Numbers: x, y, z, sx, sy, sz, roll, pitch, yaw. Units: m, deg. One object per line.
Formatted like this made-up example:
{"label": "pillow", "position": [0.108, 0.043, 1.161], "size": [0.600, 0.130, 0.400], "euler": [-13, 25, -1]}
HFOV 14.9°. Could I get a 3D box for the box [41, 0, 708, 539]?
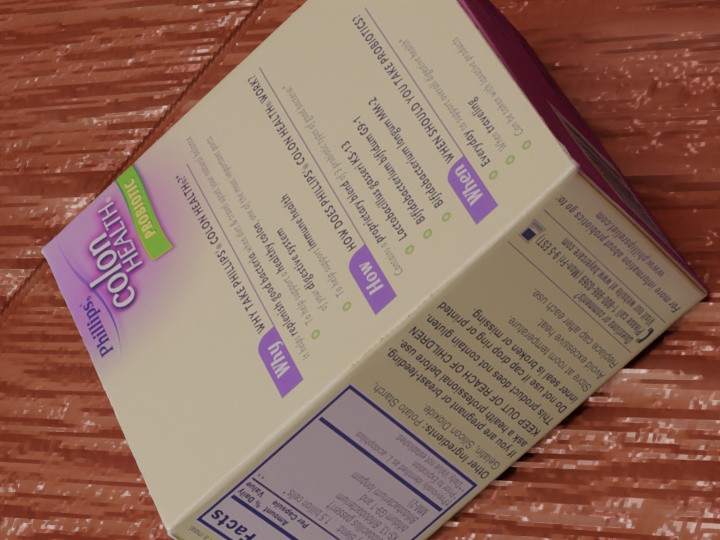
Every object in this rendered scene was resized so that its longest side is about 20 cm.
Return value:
{"label": "box", "position": [0.000, 0.000, 1.047], "size": [0.200, 0.097, 0.176], "euler": [-42, 42, 9]}
